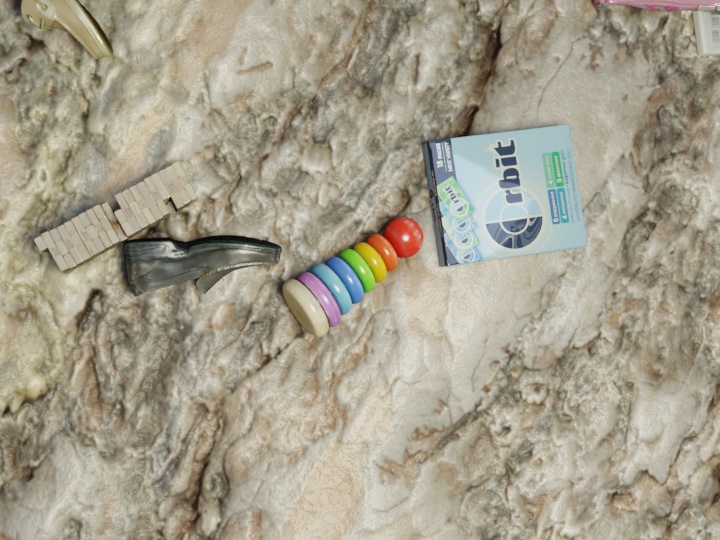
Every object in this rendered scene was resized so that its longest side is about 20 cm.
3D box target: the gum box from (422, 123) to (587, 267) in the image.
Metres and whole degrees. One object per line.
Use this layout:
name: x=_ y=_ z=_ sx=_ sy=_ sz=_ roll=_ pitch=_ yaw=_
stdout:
gum box: x=0.196 y=-0.101 z=1.403 sx=0.200 sy=0.045 sz=0.170 roll=-9 pitch=90 yaw=-12

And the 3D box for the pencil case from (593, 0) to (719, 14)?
pencil case: x=0.424 y=-0.397 z=1.424 sx=0.200 sy=0.087 sz=0.087 roll=4 pitch=87 yaw=-2

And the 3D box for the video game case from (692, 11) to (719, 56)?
video game case: x=0.562 y=-0.415 z=1.496 sx=0.182 sy=0.023 sz=0.200 roll=-6 pitch=88 yaw=-10

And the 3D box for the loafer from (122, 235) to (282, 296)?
loafer: x=-0.199 y=-0.006 z=1.317 sx=0.200 sy=0.073 sz=0.072 roll=-2 pitch=97 yaw=-1

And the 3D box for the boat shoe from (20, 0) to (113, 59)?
boat shoe: x=-0.392 y=-0.332 z=1.291 sx=0.065 sy=0.072 sz=0.200 roll=-43 pitch=93 yaw=-1

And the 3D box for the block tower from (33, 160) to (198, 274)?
block tower: x=-0.305 y=-0.064 z=1.302 sx=0.200 sy=0.054 sz=0.058 roll=-29 pitch=93 yaw=-10

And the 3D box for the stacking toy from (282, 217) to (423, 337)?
stacking toy: x=0.000 y=0.000 z=1.351 sx=0.200 sy=0.085 sz=0.085 roll=-34 pitch=94 yaw=-16
